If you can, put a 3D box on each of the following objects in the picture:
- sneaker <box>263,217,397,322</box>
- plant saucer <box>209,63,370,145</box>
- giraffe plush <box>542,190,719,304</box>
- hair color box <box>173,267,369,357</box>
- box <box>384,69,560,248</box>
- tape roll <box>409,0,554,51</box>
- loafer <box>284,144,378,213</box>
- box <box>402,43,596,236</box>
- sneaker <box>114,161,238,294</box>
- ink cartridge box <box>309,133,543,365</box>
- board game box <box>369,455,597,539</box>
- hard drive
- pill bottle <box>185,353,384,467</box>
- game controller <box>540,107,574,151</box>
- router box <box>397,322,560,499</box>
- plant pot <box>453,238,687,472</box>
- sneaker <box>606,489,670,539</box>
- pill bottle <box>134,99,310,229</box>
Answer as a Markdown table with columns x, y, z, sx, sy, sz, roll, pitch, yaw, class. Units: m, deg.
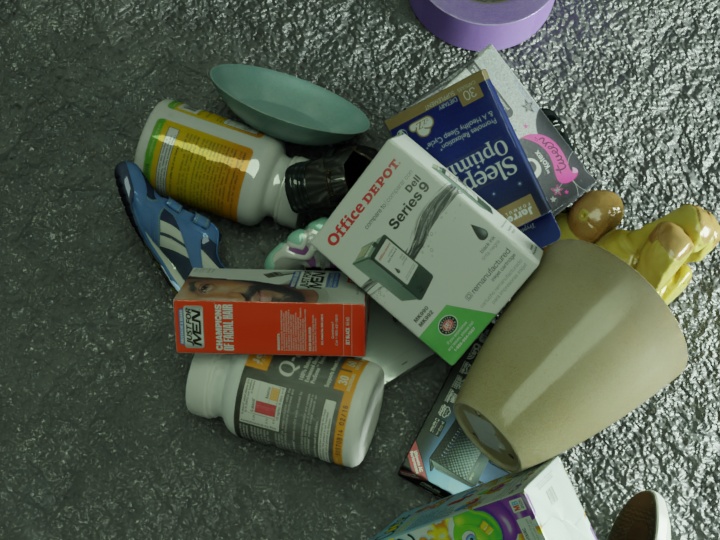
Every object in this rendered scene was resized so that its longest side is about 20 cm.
| x | y | z | sx | sy | sz | roll | pitch | yaw | class |
| --- | --- | --- | --- | --- | --- | --- | --- | --- | --- |
| 0.000 | 0.000 | 1.219 | 0.199 | 0.078 | 0.141 | -26 | 84 | 2 | sneaker |
| -0.087 | -0.189 | 1.276 | 0.199 | 0.201 | 0.039 | 23 | 113 | 6 | plant saucer |
| 0.290 | -0.024 | 1.240 | 0.162 | 0.172 | 0.201 | 43 | 109 | 22 | giraffe plush |
| -0.091 | 0.043 | 1.149 | 0.198 | 0.111 | 0.065 | 0 | 108 | 2 | hair color box |
| 0.123 | -0.099 | 1.158 | 0.120 | 0.032 | 0.201 | -26 | 94 | 17 | box |
| 0.159 | -0.387 | 1.387 | 0.198 | 0.066 | 0.202 | 0 | 71 | -1 | tape roll |
| -0.011 | -0.106 | 1.229 | 0.072 | 0.200 | 0.073 | -6 | 105 | 26 | loafer |
| 0.152 | -0.134 | 1.238 | 0.132 | 0.115 | 0.201 | -37 | 91 | -8 | box |
| -0.210 | -0.045 | 1.231 | 0.082 | 0.074 | 0.201 | -34 | 105 | -10 | sneaker |
| 0.068 | -0.024 | 1.123 | 0.200 | 0.084 | 0.146 | 40 | 106 | 3 | ink cartridge box |
| 0.120 | 0.279 | 1.078 | 0.199 | 0.105 | 0.104 | -27 | 85 | 31 | board game box |
| 0.001 | 0.036 | 1.260 | 0.131 | 0.026 | 0.201 | -30 | 75 | -11 | hard drive |
| -0.081 | 0.135 | 1.171 | 0.198 | 0.117 | 0.117 | 14 | 71 | 11 | pill bottle |
| 0.168 | -0.126 | 1.318 | 0.198 | 0.042 | 0.105 | -21 | 88 | -8 | game controller |
| 0.151 | 0.174 | 1.197 | 0.149 | 0.062 | 0.201 | 27 | 73 | 6 | router box |
| 0.194 | 0.103 | 1.092 | 0.200 | 0.188 | 0.187 | -40 | 77 | -18 | plant pot |
| 0.310 | 0.342 | 1.156 | 0.084 | 0.073 | 0.202 | 30 | 61 | -27 | sneaker |
| -0.154 | -0.118 | 1.261 | 0.198 | 0.111 | 0.112 | 19 | 72 | 5 | pill bottle |
